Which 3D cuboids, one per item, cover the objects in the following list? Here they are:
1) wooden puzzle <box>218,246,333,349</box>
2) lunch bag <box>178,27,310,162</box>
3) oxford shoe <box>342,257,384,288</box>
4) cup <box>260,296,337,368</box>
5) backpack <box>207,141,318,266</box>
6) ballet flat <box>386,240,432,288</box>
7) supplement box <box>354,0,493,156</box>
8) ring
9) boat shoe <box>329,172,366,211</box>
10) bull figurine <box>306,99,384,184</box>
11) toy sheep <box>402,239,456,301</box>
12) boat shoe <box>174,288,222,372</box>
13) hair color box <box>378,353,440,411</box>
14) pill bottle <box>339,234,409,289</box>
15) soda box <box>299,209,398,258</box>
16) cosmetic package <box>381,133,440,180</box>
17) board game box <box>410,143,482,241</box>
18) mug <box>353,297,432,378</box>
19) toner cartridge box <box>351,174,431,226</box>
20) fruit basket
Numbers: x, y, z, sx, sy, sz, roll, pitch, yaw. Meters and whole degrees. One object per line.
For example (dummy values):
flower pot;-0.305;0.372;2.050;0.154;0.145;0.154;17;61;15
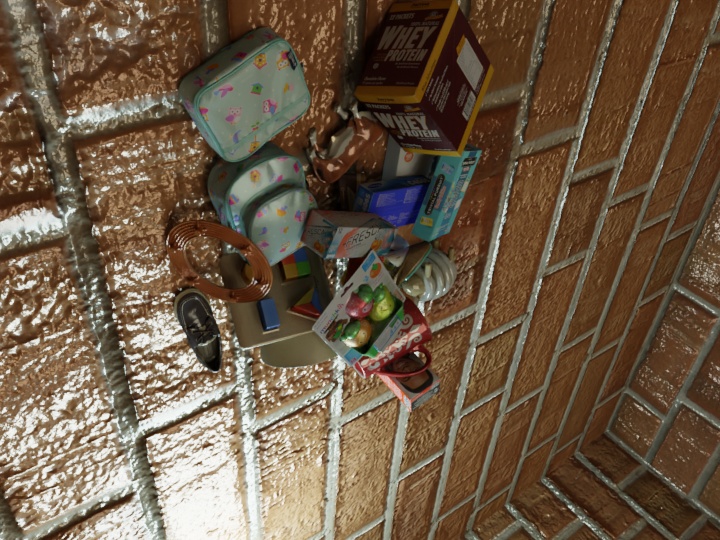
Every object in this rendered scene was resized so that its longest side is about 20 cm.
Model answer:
wooden puzzle;-0.155;0.038;1.207;0.199;0.187;0.046;-13;171;-20
lunch bag;-0.177;-0.282;1.019;0.200;0.077;0.161;-38;140;-13
oxford shoe;0.000;0.000;1.322;0.073;0.071;0.201;142;-30;-81
cup;-0.124;0.098;1.311;0.199;0.200;0.144;-19;107;-32
backpack;-0.167;-0.119;1.107;0.175;0.153;0.201;-31;129;-16
ballet flat;0.071;0.006;1.338;0.072;0.068;0.201;32;107;-9
supplement box;0.123;-0.349;1.155;0.200;0.132;0.198;36;73;-51
ring;-0.251;-0.008;1.102;0.201;0.199;0.019;80;23;-44
boat shoe;-0.035;-0.115;1.308;0.071;0.072;0.201;3;131;-10
bull figurine;-0.022;-0.256;1.198;0.200;0.065;0.121;-50;137;-2
toy sheep;0.176;0.003;1.546;0.199;0.138;0.139;-27;137;-34
boat shoe;-0.309;0.121;1.231;0.072;0.065;0.201;-26;135;-23
hair color box;0.105;0.257;1.622;0.101;0.200;0.061;-31;142;-22
pill bottle;0.023;0.006;1.415;0.109;0.109;0.201;9;114;-46
soda box;-0.016;-0.066;1.141;0.199;0.068;0.064;-5;125;-55
cosmetic package;0.141;-0.241;1.374;0.199;0.052;0.152;-17;129;-33
board game box;0.186;-0.171;1.347;0.151;0.047;0.201;-24;137;-64
mug;0.074;0.184;1.565;0.199;0.178;0.134;-31;140;-14
toner cartridge box;0.068;-0.138;1.295;0.199;0.043;0.096;-15;130;-45
fruit basket;0.008;0.082;1.203;0.186;0.093;0.200;-51;150;-12
